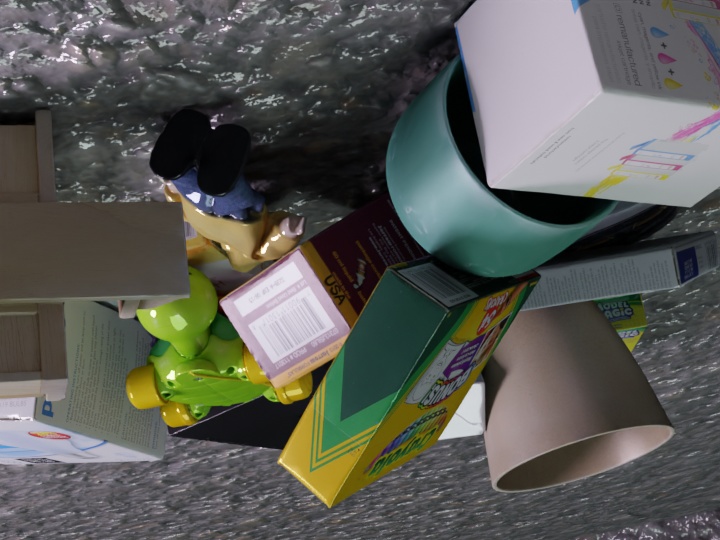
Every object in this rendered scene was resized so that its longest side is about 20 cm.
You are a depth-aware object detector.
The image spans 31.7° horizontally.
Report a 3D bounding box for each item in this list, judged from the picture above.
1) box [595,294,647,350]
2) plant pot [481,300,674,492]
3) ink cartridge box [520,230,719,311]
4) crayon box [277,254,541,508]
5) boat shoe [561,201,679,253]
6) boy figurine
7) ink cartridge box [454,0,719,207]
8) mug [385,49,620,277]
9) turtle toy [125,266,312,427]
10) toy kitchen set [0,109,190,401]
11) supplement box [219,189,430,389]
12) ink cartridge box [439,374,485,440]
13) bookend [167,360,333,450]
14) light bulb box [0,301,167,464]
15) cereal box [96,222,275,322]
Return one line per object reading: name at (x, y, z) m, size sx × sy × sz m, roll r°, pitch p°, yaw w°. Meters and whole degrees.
box at (0.262, 0.077, 1.475) m, size 0.117 × 0.048 × 0.200 m, roll -9°, pitch 156°, yaw -3°
plant pot at (0.195, 0.100, 1.288) m, size 0.187 × 0.200 × 0.187 m, roll -13°, pitch 157°, yaw -6°
ink cartridge box at (0.210, 0.003, 1.154) m, size 0.200 × 0.043 × 0.196 m, roll -10°, pitch -179°, yaw 26°
crayon box at (0.042, 0.071, 0.952) m, size 0.173 × 0.058 × 0.200 m, roll -61°, pitch 160°, yaw 19°
boat shoe at (0.185, -0.040, 1.127) m, size 0.200 × 0.071 × 0.091 m, roll -18°, pitch 156°, yaw 20°
boy figurine at (-0.094, -0.049, 0.989) m, size 0.124 × 0.064 × 0.200 m, roll 19°, pitch 166°, yaw 17°
ink cartridge box at (0.187, -0.130, 0.838) m, size 0.200 × 0.129 × 0.125 m, roll 2°, pitch 155°, yaw -28°
mug at (0.109, -0.071, 0.915) m, size 0.185 × 0.152 × 0.114 m, roll 4°, pitch 153°, yaw -29°
turtle toy at (-0.132, 0.063, 1.105) m, size 0.146 × 0.101 × 0.200 m, roll -13°, pitch 158°, yaw 10°
toy kitchen set at (-0.220, 0.012, 0.923) m, size 0.163 × 0.200 × 0.180 m, roll -2°, pitch 157°, yaw -16°
supplement box at (0.000, 0.000, 1.015) m, size 0.110 × 0.086 × 0.200 m, roll -32°, pitch -178°, yaw 42°
ink cartridge box at (0.053, 0.090, 1.312) m, size 0.116 × 0.200 × 0.067 m, roll -8°, pitch 122°, yaw -4°
bookend at (-0.077, 0.118, 1.380) m, size 0.200 × 0.092 × 0.199 m, roll -26°, pitch 154°, yaw 32°
light bulb box at (-0.309, 0.101, 1.165) m, size 0.198 × 0.125 × 0.200 m, roll -6°, pitch 161°, yaw 24°
cereal box at (-0.159, 0.010, 1.155) m, size 0.144 × 0.040 × 0.200 m, roll -15°, pitch 157°, yaw 17°
